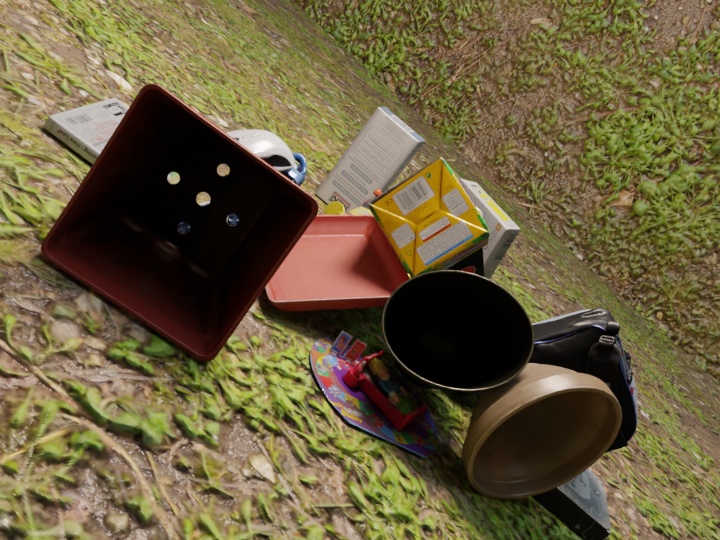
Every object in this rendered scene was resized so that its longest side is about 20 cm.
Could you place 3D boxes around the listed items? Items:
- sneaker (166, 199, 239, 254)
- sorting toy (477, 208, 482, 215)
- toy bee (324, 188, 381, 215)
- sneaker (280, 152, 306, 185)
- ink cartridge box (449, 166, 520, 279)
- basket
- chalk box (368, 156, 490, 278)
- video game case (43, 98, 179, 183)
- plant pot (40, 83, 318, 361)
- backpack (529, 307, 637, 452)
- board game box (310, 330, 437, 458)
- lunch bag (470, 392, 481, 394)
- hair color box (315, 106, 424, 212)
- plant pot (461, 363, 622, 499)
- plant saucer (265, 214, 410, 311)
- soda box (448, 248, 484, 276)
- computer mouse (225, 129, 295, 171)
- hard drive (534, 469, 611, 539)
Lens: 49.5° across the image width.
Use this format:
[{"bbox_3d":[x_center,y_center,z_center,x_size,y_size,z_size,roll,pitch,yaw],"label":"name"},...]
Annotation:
[{"bbox_3d":[-0.174,-0.061,1.011,0.085,0.078,0.199,15,17,38],"label":"sneaker"},{"bbox_3d":[0.137,-0.071,1.429,0.106,0.180,0.200,20,27,-43],"label":"sorting toy"},{"bbox_3d":[0.003,-0.085,1.314,0.130,0.110,0.200,21,15,3],"label":"toy bee"},{"bbox_3d":[-0.135,-0.138,1.226,0.074,0.082,0.200,38,21,-6],"label":"sneaker"},{"bbox_3d":[0.185,-0.059,1.464,0.047,0.199,0.201,3,38,-34],"label":"ink cartridge box"},{"bbox_3d":[0.104,0.088,0.990,0.178,0.137,0.200,12,-12,-2],"label":"basket"},{"bbox_3d":[0.103,-0.063,1.122,0.124,0.124,0.200,59,6,8],"label":"chalk box"},{"bbox_3d":[-0.302,-0.159,1.054,0.181,0.022,0.200,37,18,-6],"label":"video game case"},{"bbox_3d":[-0.177,-0.061,0.831,0.199,0.200,0.176,35,10,-11],"label":"plant pot"},{"bbox_3d":[0.287,0.158,1.073,0.154,0.198,0.192,-39,110,-61],"label":"backpack"},{"bbox_3d":[0.030,0.143,0.963,0.199,0.039,0.158,30,21,-26],"label":"board game box"},{"bbox_3d":[0.168,0.101,1.208,0.199,0.118,0.164,4,42,-49],"label":"lunch bag"},{"bbox_3d":[0.017,-0.190,1.441,0.099,0.200,0.061,40,19,5],"label":"hair color box"},{"bbox_3d":[0.207,0.181,0.955,0.200,0.201,0.093,25,26,-36],"label":"plant pot"},{"bbox_3d":[-0.046,-0.009,1.062,0.198,0.037,0.201,-2,35,-19],"label":"plant saucer"},{"bbox_3d":[0.163,-0.002,1.292,0.201,0.070,0.064,72,-6,-59],"label":"soda box"},{"bbox_3d":[-0.182,-0.187,1.161,0.199,0.044,0.110,-4,43,-38],"label":"computer mouse"},{"bbox_3d":[0.263,0.279,1.102,0.200,0.038,0.140,41,19,1],"label":"hard drive"}]
